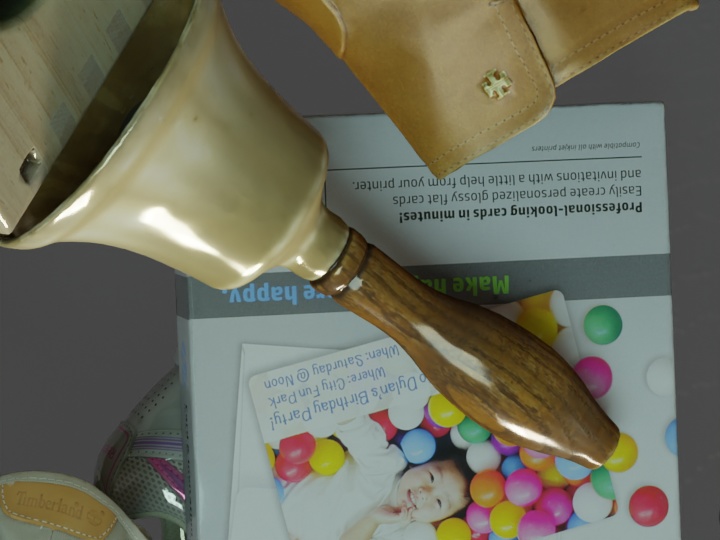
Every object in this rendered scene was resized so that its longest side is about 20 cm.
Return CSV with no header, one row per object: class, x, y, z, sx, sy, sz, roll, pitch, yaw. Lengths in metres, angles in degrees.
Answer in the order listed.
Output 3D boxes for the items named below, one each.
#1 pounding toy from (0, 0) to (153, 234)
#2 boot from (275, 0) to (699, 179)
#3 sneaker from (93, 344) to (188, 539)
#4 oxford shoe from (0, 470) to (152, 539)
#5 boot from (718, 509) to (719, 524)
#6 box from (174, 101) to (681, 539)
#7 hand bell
pounding toy,-0.154,-0.095,0.774,0.199,0.142,0.184,16,154,27
boot,-0.011,-0.091,0.899,0.201,0.071,0.144,-24,91,9
sneaker,-0.021,0.111,1.002,0.088,0.081,0.200,-37,102,-10
oxford shoe,-0.103,0.098,0.963,0.075,0.200,0.058,13,79,-7
boot,0.221,0.058,0.972,0.199,0.072,0.145,8,118,11
box,0.021,0.049,0.941,0.155,0.041,0.201,-2,93,-8
hand bell,0.000,0.000,0.885,0.200,0.104,0.104,34,115,-21
